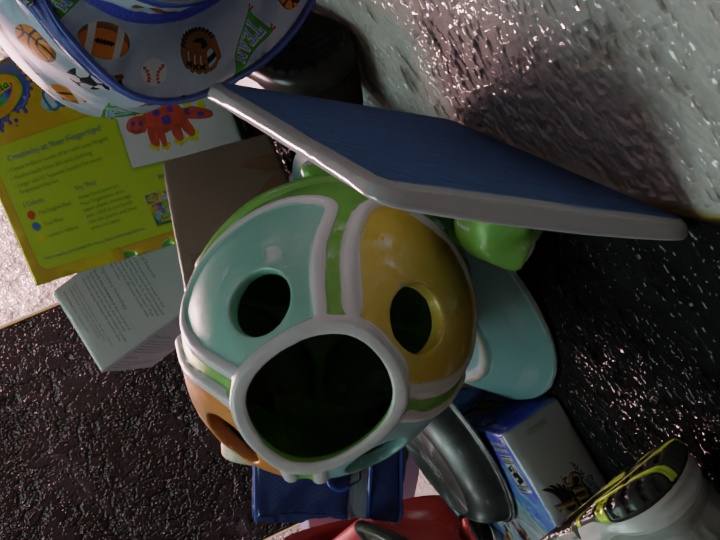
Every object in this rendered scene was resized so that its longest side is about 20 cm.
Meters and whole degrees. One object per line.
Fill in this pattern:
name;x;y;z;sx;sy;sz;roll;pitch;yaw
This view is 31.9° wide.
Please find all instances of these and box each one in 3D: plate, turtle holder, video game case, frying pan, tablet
plate;0.027;0.008;0.727;0.200;0.026;0.200;39;159;18
turtle holder;0.002;0.028;0.601;0.132;0.184;0.142;-88;-12;-69
video game case;0.124;0.166;0.821;0.182;0.045;0.200;58;169;-3
frying pan;0.055;0.130;0.833;0.115;0.031;0.190;52;164;17
tablet;0.024;-0.046;0.507;0.200;0.129;0.014;-141;60;-61

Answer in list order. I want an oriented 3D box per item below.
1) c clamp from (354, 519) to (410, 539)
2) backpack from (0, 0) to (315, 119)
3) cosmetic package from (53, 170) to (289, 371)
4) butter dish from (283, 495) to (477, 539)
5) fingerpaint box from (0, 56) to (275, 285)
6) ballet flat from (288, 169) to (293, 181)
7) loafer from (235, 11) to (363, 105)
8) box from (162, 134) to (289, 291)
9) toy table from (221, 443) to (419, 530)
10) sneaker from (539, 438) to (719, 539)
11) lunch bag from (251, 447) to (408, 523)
c clamp;0.079;0.240;0.918;0.199;0.027;0.171;31;167;5
backpack;-0.104;-0.172;0.579;0.154;0.200;0.191;15;141;55
cosmetic package;-0.137;-0.004;1.042;0.085;0.200;0.108;55;-171;10
butter dish;0.069;0.261;1.068;0.199;0.148;0.200;2;-136;-49
fingerpaint box;-0.175;-0.099;0.938;0.073;0.199;0.168;-62;-46;-68
ballet flat;0.000;0.000;0.867;0.200;0.069;0.071;57;167;28
loafer;-0.061;-0.123;0.757;0.200;0.073;0.072;44;161;52
box;-0.068;-0.003;0.774;0.200;0.077;0.095;-115;9;-61
toy table;-0.028;0.175;1.210;0.117;0.183;0.201;32;115;50
sneaker;0.137;0.141;0.616;0.076;0.075;0.200;49;172;12
lunch bag;-0.018;0.110;0.967;0.200;0.131;0.137;-109;19;-76
